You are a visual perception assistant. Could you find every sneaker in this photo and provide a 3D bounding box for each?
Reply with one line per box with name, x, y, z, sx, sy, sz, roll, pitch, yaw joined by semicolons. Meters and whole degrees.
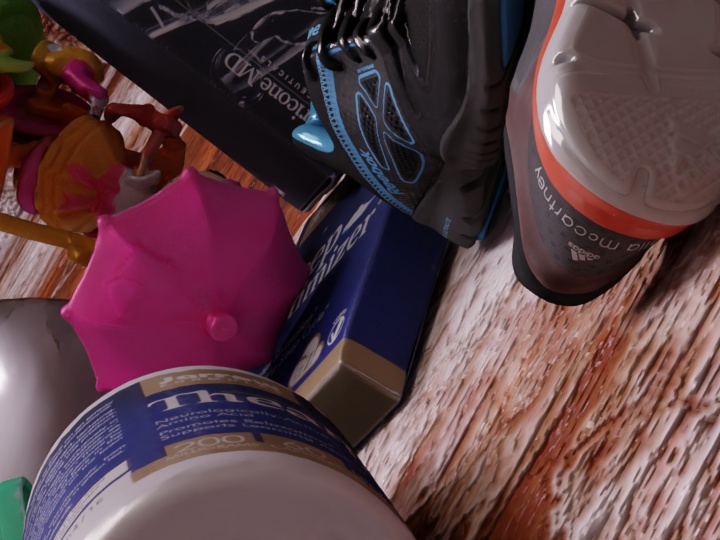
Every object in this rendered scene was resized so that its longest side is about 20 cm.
sneaker;0.073;-0.071;0.766;0.082;0.077;0.200;-57;9;46
sneaker;0.017;-0.069;0.846;0.200;0.082;0.073;101;-168;-65

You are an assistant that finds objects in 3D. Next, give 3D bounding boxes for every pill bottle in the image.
pill bottle;-0.043;0.089;0.759;0.111;0.111;0.200;-59;12;2

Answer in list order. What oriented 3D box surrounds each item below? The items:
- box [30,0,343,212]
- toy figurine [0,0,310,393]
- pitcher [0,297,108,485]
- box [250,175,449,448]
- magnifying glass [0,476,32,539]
box;-0.040;-0.158;1.058;0.182;0.200;0.104;-53;2;-9
toy figurine;-0.102;-0.021;0.995;0.200;0.184;0.150;-40;-30;-59
pitcher;-0.129;0.138;1.035;0.172;0.121;0.200;69;-157;-46
box;0.000;0.000;1.002;0.121;0.032;0.200;-48;15;45
magnifying glass;-0.091;0.151;0.816;0.080;0.022;0.200;75;178;-49
